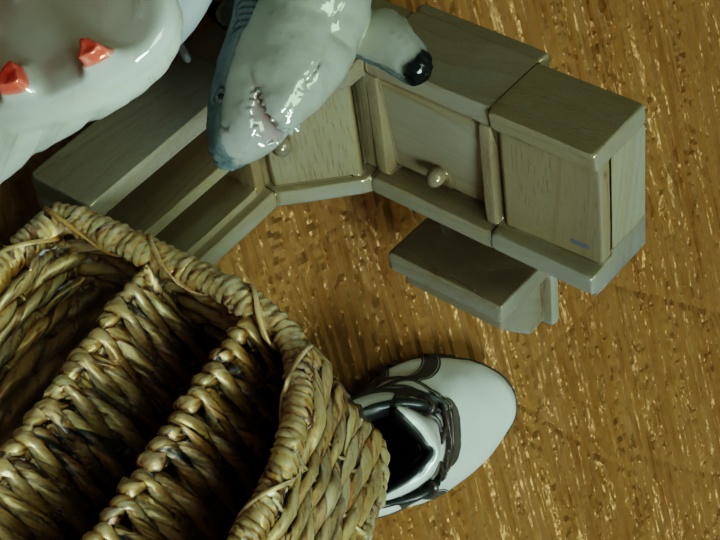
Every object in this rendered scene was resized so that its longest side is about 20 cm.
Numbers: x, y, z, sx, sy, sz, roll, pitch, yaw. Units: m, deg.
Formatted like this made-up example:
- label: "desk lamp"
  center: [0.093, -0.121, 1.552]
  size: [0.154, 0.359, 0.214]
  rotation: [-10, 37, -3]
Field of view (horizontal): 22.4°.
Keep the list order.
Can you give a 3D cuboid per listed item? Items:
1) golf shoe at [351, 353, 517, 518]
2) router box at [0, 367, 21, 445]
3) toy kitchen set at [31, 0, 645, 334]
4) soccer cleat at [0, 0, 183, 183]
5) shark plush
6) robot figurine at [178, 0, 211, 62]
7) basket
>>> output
- label: "golf shoe"
  center: [0.022, 0.090, 0.899]
  size: [0.199, 0.094, 0.078]
  rotation: [-13, 100, -41]
- label: "router box"
  center: [-0.198, 0.113, 0.733]
  size: [0.157, 0.052, 0.201]
  rotation: [-38, 116, -34]
- label: "toy kitchen set"
  center: [0.000, 0.000, 0.818]
  size: [0.180, 0.199, 0.164]
  rotation: [-44, 144, -30]
- label: "soccer cleat"
  center: [-0.143, -0.063, 0.691]
  size: [0.078, 0.199, 0.070]
  rotation: [37, 42, -52]
- label: "shark plush"
  center: [-0.045, -0.133, 0.794]
  size: [0.091, 0.083, 0.201]
  rotation: [25, 35, -40]
- label: "robot figurine"
  center: [-0.136, -0.144, 0.734]
  size: [0.199, 0.113, 0.170]
  rotation: [15, 112, -40]
- label: "basket"
  center: [-0.097, 0.089, 0.693]
  size: [0.200, 0.142, 0.149]
  rotation: [-53, 125, -29]
